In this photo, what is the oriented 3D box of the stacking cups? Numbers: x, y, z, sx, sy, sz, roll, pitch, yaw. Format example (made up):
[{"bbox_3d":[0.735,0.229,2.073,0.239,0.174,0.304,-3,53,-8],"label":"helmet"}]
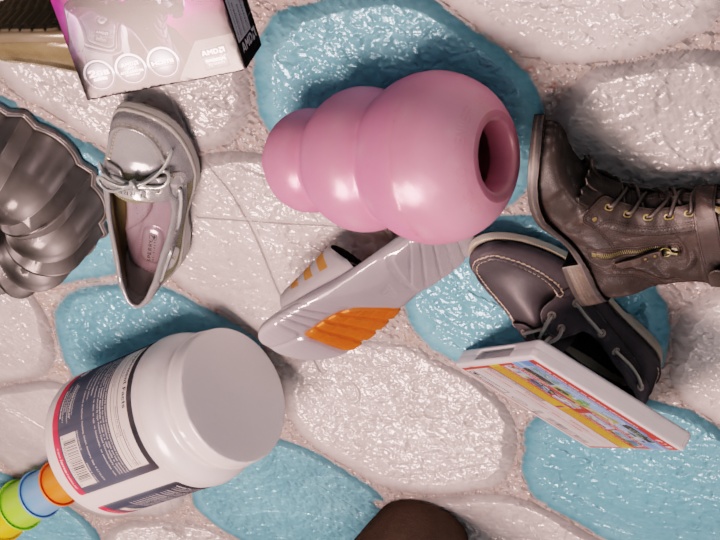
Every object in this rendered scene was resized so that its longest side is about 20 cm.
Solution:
[{"bbox_3d":[-0.325,0.228,1.813,0.060,0.061,0.200,40,132,-22],"label":"stacking cups"}]

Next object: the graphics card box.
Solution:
[{"bbox_3d":[-0.156,-0.222,1.164,0.125,0.051,0.200,-8,118,16],"label":"graphics card box"}]

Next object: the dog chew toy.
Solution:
[{"bbox_3d":[0.014,-0.081,1.256,0.200,0.125,0.125,2,138,35],"label":"dog chew toy"}]

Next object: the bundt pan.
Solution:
[{"bbox_3d":[-0.319,-0.051,1.468,0.202,0.076,0.202,12,140,10],"label":"bundt pan"}]

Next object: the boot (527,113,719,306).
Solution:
[{"bbox_3d":[0.222,-0.050,1.247,0.174,0.069,0.200,-8,137,24],"label":"boot"}]

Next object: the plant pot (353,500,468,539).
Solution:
[{"bbox_3d":[0.033,0.327,1.644,0.187,0.200,0.187,12,139,10],"label":"plant pot"}]

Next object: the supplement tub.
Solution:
[{"bbox_3d":[-0.180,0.137,1.569,0.200,0.140,0.140,-22,124,40],"label":"supplement tub"}]

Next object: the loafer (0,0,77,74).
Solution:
[{"bbox_3d":[-0.191,-0.169,1.273,0.200,0.076,0.068,3,131,21],"label":"loafer"}]

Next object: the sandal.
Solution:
[{"bbox_3d":[0.006,0.003,1.406,0.207,0.059,0.079,-33,136,22],"label":"sandal"}]

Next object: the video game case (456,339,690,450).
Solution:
[{"bbox_3d":[0.167,0.103,1.395,0.143,0.017,0.200,32,169,-9],"label":"video game case"}]

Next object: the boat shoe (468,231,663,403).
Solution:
[{"bbox_3d":[0.162,0.043,1.367,0.200,0.063,0.073,37,138,-21],"label":"boat shoe"}]

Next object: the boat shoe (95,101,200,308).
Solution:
[{"bbox_3d":[-0.176,-0.053,1.408,0.074,0.065,0.202,16,141,6],"label":"boat shoe"}]
